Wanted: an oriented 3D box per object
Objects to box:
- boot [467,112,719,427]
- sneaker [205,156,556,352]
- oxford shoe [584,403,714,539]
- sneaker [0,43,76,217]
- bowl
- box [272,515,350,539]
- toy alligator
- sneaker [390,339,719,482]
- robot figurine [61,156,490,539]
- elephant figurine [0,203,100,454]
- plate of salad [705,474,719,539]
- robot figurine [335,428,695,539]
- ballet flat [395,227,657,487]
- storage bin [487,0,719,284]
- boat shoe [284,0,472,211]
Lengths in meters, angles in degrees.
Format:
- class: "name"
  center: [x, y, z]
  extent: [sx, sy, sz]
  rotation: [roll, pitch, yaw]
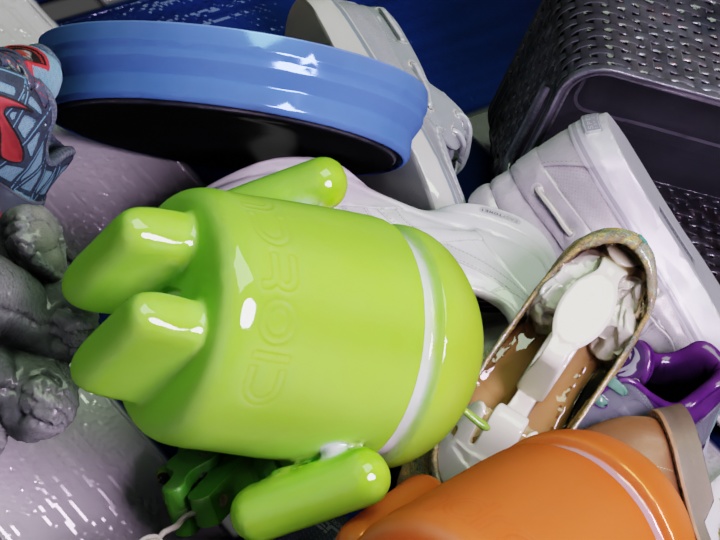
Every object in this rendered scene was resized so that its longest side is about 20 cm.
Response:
- class: "boot"
  center: [0.138, 0.021, 1.535]
  extent: [0.200, 0.095, 0.074]
  rotation: [58, 13, -6]
- class: "sneaker"
  center: [0.000, 0.000, 1.455]
  extent: [0.199, 0.075, 0.100]
  rotation: [9, 36, 1]
- class: "oxford shoe"
  center: [0.143, 0.162, 1.385]
  extent: [0.071, 0.071, 0.201]
  rotation: [-8, 59, -10]
- class: "sneaker"
  center: [-0.191, -0.085, 1.368]
  extent: [0.096, 0.200, 0.079]
  rotation: [-43, 66, -11]
- class: "bowl"
  center: [-0.066, -0.084, 1.464]
  extent: [0.200, 0.201, 0.040]
  rotation: [10, 82, -18]
- class: "box"
  center: [0.007, 0.208, 1.277]
  extent: [0.200, 0.051, 0.158]
  rotation: [37, 42, 12]
- class: "toy alligator"
  center: [-0.068, 0.093, 1.365]
  extent: [0.054, 0.059, 0.200]
  rotation: [-2, 26, 38]
- class: "sneaker"
  center: [0.097, 0.061, 1.453]
  extent: [0.199, 0.088, 0.075]
  rotation: [-1, 47, -29]
- class: "robot figurine"
  center: [-0.031, 0.028, 1.301]
  extent: [0.199, 0.116, 0.176]
  rotation: [9, 55, -31]
- class: "elephant figurine"
  center: [-0.218, 0.011, 1.269]
  extent: [0.200, 0.155, 0.142]
  rotation: [18, 50, -55]
- class: "plate of salad"
  center: [0.262, 0.161, 1.463]
  extent: [0.199, 0.048, 0.200]
  rotation: [15, 41, -13]
- class: "robot figurine"
  center: [0.071, 0.139, 1.256]
  extent: [0.200, 0.144, 0.117]
  rotation: [-25, 94, -46]
- class: "ballet flat"
  center: [0.079, 0.061, 1.386]
  extent: [0.071, 0.071, 0.200]
  rotation: [33, 76, 9]
- class: "storage bin"
  center: [0.181, -0.071, 1.601]
  extent: [0.199, 0.135, 0.094]
  rotation: [15, 42, -13]
- class: "boat shoe"
  center: [0.025, -0.081, 1.582]
  extent: [0.071, 0.070, 0.201]
  rotation: [-5, 46, -27]
